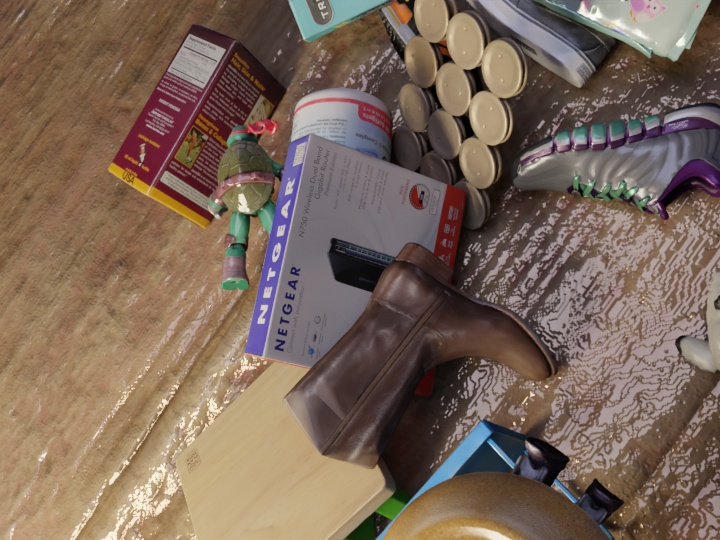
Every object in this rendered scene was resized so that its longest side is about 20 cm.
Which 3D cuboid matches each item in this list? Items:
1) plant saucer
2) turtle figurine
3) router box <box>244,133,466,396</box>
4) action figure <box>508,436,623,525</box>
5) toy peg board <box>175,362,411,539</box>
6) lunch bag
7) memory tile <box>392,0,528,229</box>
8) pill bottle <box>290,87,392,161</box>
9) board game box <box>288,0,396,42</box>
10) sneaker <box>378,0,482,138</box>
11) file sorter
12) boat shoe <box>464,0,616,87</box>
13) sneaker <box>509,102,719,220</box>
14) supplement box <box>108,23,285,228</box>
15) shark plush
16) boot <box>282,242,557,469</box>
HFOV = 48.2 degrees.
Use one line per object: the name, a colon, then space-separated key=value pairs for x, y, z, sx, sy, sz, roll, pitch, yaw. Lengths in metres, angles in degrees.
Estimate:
plant saucer: x=0.074 y=0.226 z=0.488 sx=0.197 sy=0.035 sz=0.204 roll=-10 pitch=71 yaw=32
turtle figurine: x=-0.119 y=-0.086 z=0.901 sx=0.147 sy=0.100 sz=0.204 roll=-14 pitch=73 yaw=23
router box: x=0.000 y=0.000 z=0.750 sx=0.049 sy=0.177 sz=0.204 roll=-4 pitch=73 yaw=61
action figure: x=0.091 y=0.216 z=0.547 sx=0.129 sy=0.069 sz=0.202 roll=33 pitch=94 yaw=20
toy peg board: x=-0.059 y=0.208 z=0.782 sx=0.200 sy=0.098 sz=0.200 roll=-43 pitch=43 yaw=8
lunch bag: x=0.258 y=-0.308 z=0.734 sx=0.168 sy=0.122 sz=0.202 roll=28 pitch=86 yaw=10
memory tile: x=0.089 y=-0.154 z=0.775 sx=0.017 sy=0.202 sz=0.153 roll=-23 pitch=52 yaw=-29
pill bottle: x=-0.025 y=-0.075 z=0.835 sx=0.107 sy=0.108 sz=0.204 roll=-4 pitch=72 yaw=27
board game box: x=0.000 y=-0.369 z=0.895 sx=0.197 sy=0.047 sz=0.153 roll=-22 pitch=99 yaw=10
sneaker: x=0.099 y=-0.228 z=0.844 sx=0.089 sy=0.070 sz=0.202 roll=-34 pitch=63 yaw=3
file sorter: x=0.091 y=0.243 z=0.649 sx=0.201 sy=0.138 sz=0.123 roll=-49 pitch=61 yaw=5
boat shoe: x=0.171 y=-0.268 z=0.817 sx=0.068 sy=0.072 sz=0.200 roll=-48 pitch=61 yaw=8
sneaker: x=0.233 y=-0.084 z=0.723 sx=0.197 sy=0.074 sz=0.089 roll=-12 pitch=73 yaw=24
supplement box: x=-0.191 y=-0.169 z=0.955 sx=0.085 sy=0.110 sz=0.202 roll=28 pitch=87 yaw=33
shark plush: x=0.337 y=0.078 z=0.617 sx=0.082 sy=0.092 sz=0.201 roll=-23 pitch=54 yaw=-15
boot: x=0.053 y=0.103 z=0.694 sx=0.185 sy=0.064 sz=0.201 roll=35 pitch=67 yaw=4
